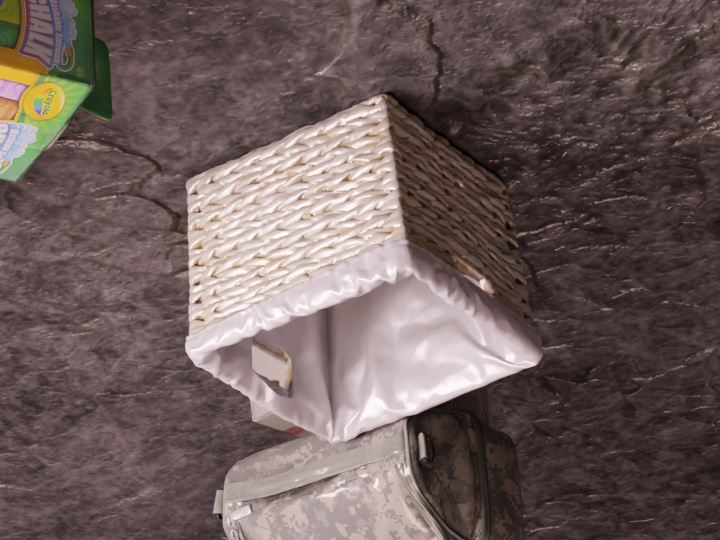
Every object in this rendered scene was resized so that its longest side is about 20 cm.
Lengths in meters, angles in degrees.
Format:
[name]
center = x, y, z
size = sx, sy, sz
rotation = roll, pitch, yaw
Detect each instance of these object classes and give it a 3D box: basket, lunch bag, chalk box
[basket]
center = 0.000, 0.000, 1.821
size = 0.199, 0.162, 0.198
rotation = -22, 147, 27
[lunch bag]
center = 0.007, 0.183, 1.961
size = 0.199, 0.140, 0.168
rotation = -19, 146, 30
[chalk box]
center = -0.241, -0.145, 1.560
size = 0.199, 0.125, 0.124
rotation = 11, 146, -29

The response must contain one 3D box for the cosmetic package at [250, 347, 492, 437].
[cosmetic package]
center = 0.008, 0.091, 2.040
size = 0.200, 0.104, 0.087
rotation = 23, 141, -39
